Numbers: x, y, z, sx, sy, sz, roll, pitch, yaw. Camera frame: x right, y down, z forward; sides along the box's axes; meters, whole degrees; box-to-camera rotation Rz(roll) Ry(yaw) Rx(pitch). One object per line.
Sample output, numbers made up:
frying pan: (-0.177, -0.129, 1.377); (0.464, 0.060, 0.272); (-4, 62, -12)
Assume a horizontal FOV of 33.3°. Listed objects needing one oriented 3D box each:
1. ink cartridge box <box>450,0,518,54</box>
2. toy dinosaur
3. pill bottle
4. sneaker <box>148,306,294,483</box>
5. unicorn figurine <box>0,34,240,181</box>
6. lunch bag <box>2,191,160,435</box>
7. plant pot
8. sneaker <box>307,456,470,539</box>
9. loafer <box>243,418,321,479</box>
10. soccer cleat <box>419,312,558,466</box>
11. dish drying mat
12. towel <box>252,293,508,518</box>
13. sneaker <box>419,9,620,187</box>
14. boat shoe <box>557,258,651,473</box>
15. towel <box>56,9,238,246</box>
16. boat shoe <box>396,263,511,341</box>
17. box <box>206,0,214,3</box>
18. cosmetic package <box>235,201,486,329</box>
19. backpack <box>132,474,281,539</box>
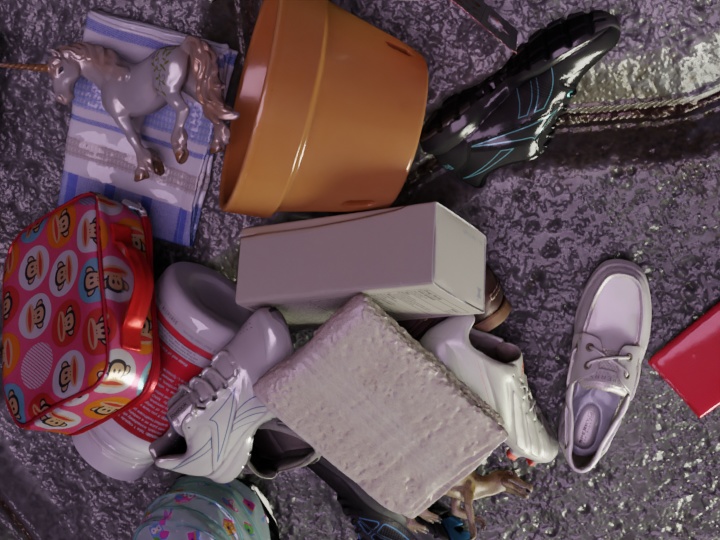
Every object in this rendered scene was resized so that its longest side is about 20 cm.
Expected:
ink cartridge box: (0.039, -0.235, 0.980); (0.200, 0.161, 0.050); (41, 109, -6)
toy dinosaur: (0.071, 0.193, 1.137); (0.199, 0.102, 0.058); (32, 147, -24)
pill bottle: (-0.188, 0.100, 1.145); (0.112, 0.112, 0.201); (37, 109, -4)
sneaker: (-0.121, 0.115, 1.066); (0.086, 0.075, 0.201); (6, 125, -37)
unicorn figurine: (-0.197, -0.152, 1.065); (0.198, 0.074, 0.139); (-18, 95, 20)
lunch bag: (-0.246, 0.034, 1.084); (0.175, 0.082, 0.202); (-27, 60, 35)
plant pot: (-0.029, -0.134, 1.018); (0.138, 0.200, 0.202); (12, 110, -13)
sneaker: (0.013, 0.239, 1.178); (0.200, 0.073, 0.082); (40, 109, -4)
loafer: (-0.094, 0.162, 1.143); (0.199, 0.070, 0.070); (-24, 110, 42)
soccer cleat: (0.131, 0.110, 1.096); (0.078, 0.069, 0.200); (-43, 123, 11)
dish drying mat: (0.362, 0.047, 1.095); (0.077, 0.018, 0.200); (45, 109, -6)
towel: (0.021, 0.120, 1.035); (0.132, 0.035, 0.200); (-41, 112, 14)
sneaker: (0.147, -0.148, 1.047); (0.199, 0.076, 0.079); (-34, 111, 25)
boat shoe: (0.225, 0.092, 1.102); (0.070, 0.069, 0.202); (9, 108, 7)
towel: (-0.203, -0.131, 1.123); (0.145, 0.024, 0.202); (16, 109, 4)
boat shoe: (0.039, 0.052, 1.116); (0.199, 0.071, 0.071); (-32, 116, 7)
box: (-0.061, -0.314, 0.953); (0.047, 0.193, 0.201); (36, 110, -3)
cosmetic package: (0.000, 0.000, 1.052); (0.198, 0.103, 0.074); (-7, 71, 29)
backpack: (-0.148, 0.305, 1.196); (0.165, 0.127, 0.202); (-1, 104, 13)
